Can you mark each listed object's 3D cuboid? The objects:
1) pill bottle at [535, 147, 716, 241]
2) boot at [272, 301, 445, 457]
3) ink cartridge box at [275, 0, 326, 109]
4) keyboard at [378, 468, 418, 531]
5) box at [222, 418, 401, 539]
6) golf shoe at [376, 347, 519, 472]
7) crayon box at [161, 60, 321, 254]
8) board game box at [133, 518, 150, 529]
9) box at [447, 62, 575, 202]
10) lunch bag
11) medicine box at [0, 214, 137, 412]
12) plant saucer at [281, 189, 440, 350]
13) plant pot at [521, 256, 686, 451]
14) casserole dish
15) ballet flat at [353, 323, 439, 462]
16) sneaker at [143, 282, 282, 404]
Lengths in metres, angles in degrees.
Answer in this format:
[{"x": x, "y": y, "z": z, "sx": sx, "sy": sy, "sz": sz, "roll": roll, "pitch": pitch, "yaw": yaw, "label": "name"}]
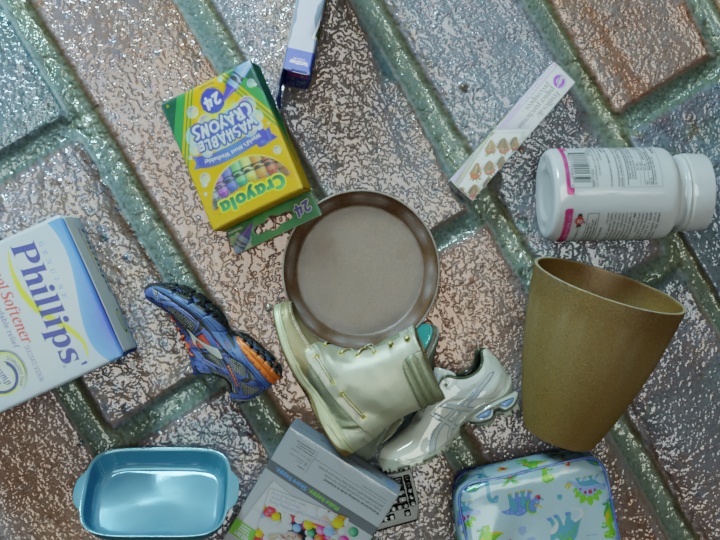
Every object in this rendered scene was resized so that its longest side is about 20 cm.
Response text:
[{"x": 0.324, "y": -0.094, "z": 1.204, "sx": 0.198, "sy": 0.113, "sz": 0.115, "roll": -1, "pitch": 91, "yaw": -3, "label": "pill bottle"}, {"x": -0.004, "y": 0.100, "z": 1.169, "sx": 0.154, "sy": 0.072, "sz": 0.201, "roll": -30, "pitch": 83, "yaw": 8, "label": "boot"}, {"x": -0.065, "y": -0.296, "z": 1.177, "sx": 0.042, "sy": 0.119, "sz": 0.202, "roll": 14, "pitch": 91, "yaw": -5, "label": "ink cartridge box"}, {"x": -0.020, "y": 0.318, "z": 1.229, "sx": 0.198, "sy": 0.040, "sz": 0.105, "roll": -15, "pitch": 91, "yaw": -2, "label": "keyboard"}, {"x": -0.067, "y": 0.307, "z": 1.194, "sx": 0.155, "sy": 0.041, "sz": 0.201, "roll": 32, "pitch": 102, "yaw": 2, "label": "box"}, {"x": 0.095, "y": 0.169, "z": 1.209, "sx": 0.199, "sy": 0.078, "sz": 0.098, "roll": -30, "pitch": 103, "yaw": -14, "label": "golf shoe"}, {"x": -0.144, "y": -0.135, "z": 1.190, "sx": 0.125, "sy": 0.052, "sz": 0.202, "roll": -24, "pitch": 88, "yaw": 10, "label": "crayon box"}, {"x": -0.257, "y": 0.428, "z": 1.214, "sx": 0.151, "sy": 0.046, "sz": 0.201, "roll": 29, "pitch": 89, "yaw": -3, "label": "board game box"}, {"x": 0.189, "y": -0.173, "z": 1.233, "sx": 0.039, "sy": 0.041, "sz": 0.200, "roll": 41, "pitch": 89, "yaw": -3, "label": "box"}, {"x": 0.216, "y": 0.317, "z": 1.221, "sx": 0.198, "sy": 0.082, "sz": 0.162, "roll": -12, "pitch": 91, "yaw": -3, "label": "lunch bag"}, {"x": -0.399, "y": 0.056, "z": 1.173, "sx": 0.199, "sy": 0.103, "sz": 0.184, "roll": -25, "pitch": 92, "yaw": -2, "label": "medicine box"}, {"x": 0.000, "y": 0.000, "z": 1.228, "sx": 0.198, "sy": 0.034, "sz": 0.203, "roll": 0, "pitch": 92, "yaw": -4, "label": "plant saucer"}, {"x": 0.272, "y": 0.109, "z": 1.185, "sx": 0.185, "sy": 0.186, "sz": 0.202, "roll": 14, "pitch": 103, "yaw": -3, "label": "plant pot"}, {"x": -0.246, "y": 0.277, "z": 1.191, "sx": 0.198, "sy": 0.039, "sz": 0.122, "roll": 0, "pitch": 48, "yaw": -3, "label": "casserole dish"}, {"x": 0.042, "y": 0.157, "z": 1.227, "sx": 0.064, "sy": 0.067, "sz": 0.200, "roll": 40, "pitch": 89, "yaw": -30, "label": "ballet flat"}, {"x": -0.191, "y": 0.089, "z": 1.201, "sx": 0.200, "sy": 0.075, "sz": 0.079, "roll": 41, "pitch": 92, "yaw": -1, "label": "sneaker"}]
